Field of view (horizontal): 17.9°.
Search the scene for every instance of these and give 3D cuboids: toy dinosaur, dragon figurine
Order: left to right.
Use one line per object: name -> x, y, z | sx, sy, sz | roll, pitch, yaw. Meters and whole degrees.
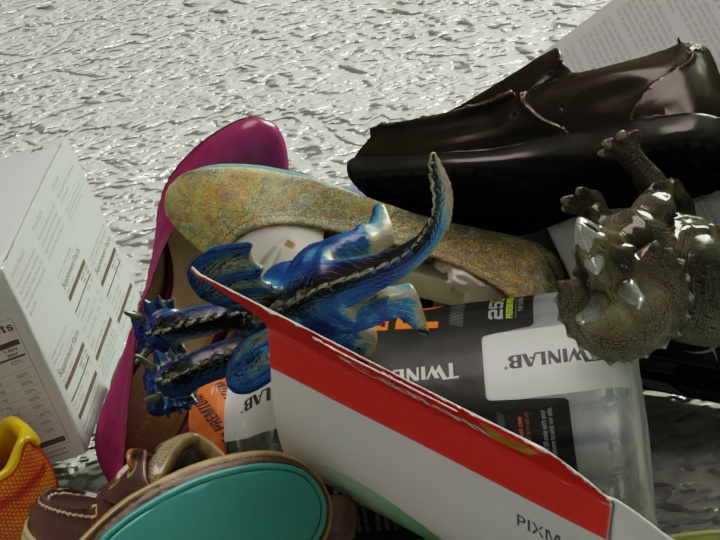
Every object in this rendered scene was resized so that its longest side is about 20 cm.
dragon figurine -> -0.031, 0.015, 0.925 | 0.099, 0.059, 0.200 | -16, -7, -27
toy dinosaur -> 0.146, -0.002, 0.984 | 0.199, 0.103, 0.077 | 6, -34, -35

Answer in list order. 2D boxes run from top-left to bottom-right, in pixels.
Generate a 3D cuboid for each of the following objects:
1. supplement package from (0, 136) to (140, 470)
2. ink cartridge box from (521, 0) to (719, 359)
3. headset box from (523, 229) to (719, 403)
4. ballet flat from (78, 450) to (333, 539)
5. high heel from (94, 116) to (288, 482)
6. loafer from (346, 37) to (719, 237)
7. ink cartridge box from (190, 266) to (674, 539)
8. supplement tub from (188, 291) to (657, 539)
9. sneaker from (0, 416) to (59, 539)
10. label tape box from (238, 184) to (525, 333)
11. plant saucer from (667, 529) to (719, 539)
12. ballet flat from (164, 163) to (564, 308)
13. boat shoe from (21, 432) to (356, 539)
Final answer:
supplement package -> -0.223, 0.032, 1.241 | 0.155, 0.112, 0.200 | -19, 20, 10
ink cartridge box -> 0.172, -0.078, 1.097 | 0.199, 0.050, 0.163 | -34, 52, 17
headset box -> 0.172, -0.041, 1.159 | 0.148, 0.201, 0.075 | 10, -14, 42
ballet flat -> -0.099, 0.135, 0.857 | 0.199, 0.069, 0.063 | -34, -2, -20
high heel -> -0.080, 0.023, 1.144 | 0.067, 0.201, 0.096 | 13, 31, -15
loafer -> 0.088, -0.064, 1.083 | 0.198, 0.073, 0.072 | -5, 61, 26
ink cartridge box -> 0.031, 0.077, 0.842 | 0.160, 0.050, 0.200 | 25, -5, 31
supplement tub -> 0.029, 0.079, 1.026 | 0.198, 0.123, 0.123 | -7, 22, 7
sneaker -> -0.248, 0.122, 1.115 | 0.199, 0.078, 0.073 | -20, 25, -17
label tape box -> 0.029, -0.007, 1.229 | 0.144, 0.064, 0.200 | -3, 34, 46
plant saucer -> 0.137, 0.164, 0.890 | 0.198, 0.031, 0.200 | -9, 22, 4
ballet flat -> 0.000, 0.000, 1.085 | 0.198, 0.071, 0.071 | 14, 22, -3
boat shoe -> -0.071, 0.103, 0.954 | 0.072, 0.073, 0.199 | 3, 3, -39
